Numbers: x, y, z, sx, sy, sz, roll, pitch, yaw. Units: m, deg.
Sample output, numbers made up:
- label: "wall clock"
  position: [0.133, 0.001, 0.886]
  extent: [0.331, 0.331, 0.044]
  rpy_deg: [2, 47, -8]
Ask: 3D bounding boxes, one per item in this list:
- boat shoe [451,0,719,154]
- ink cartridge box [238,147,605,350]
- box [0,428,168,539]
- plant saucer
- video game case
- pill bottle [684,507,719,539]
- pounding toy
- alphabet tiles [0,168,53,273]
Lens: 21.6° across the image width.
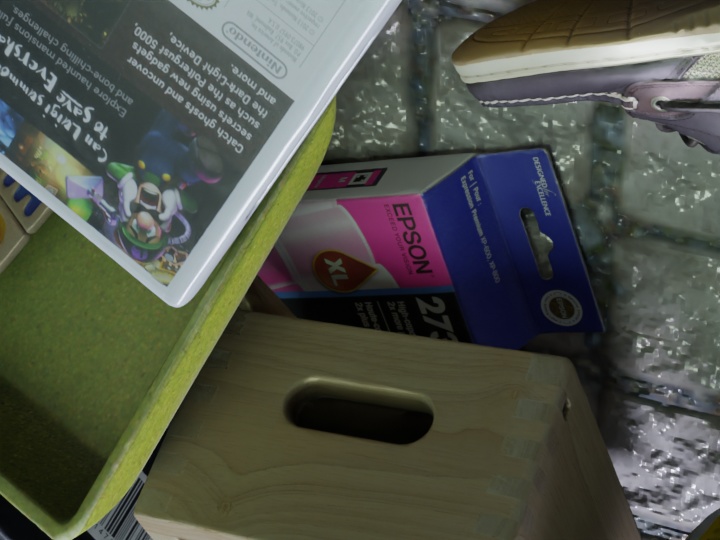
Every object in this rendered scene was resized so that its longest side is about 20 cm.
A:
- label: "boat shoe"
  position: [0.129, -0.073, 0.676]
  extent: [0.200, 0.072, 0.065]
  rpy_deg: [-7, 116, 26]
- label: "ink cartridge box"
  position: [0.000, 0.000, 0.829]
  extent: [0.200, 0.037, 0.095]
  rpy_deg: [-4, 122, 29]
- label: "box"
  position: [-0.183, 0.143, 0.970]
  extent: [0.198, 0.123, 0.200]
  rpy_deg: [-22, 116, 39]
- label: "plant saucer"
  position: [-0.110, -0.015, 0.769]
  extent: [0.200, 0.200, 0.048]
  rpy_deg: [31, 180, 40]
- label: "video game case"
  position: [-0.094, -0.110, 0.640]
  extent: [0.200, 0.023, 0.182]
  rpy_deg: [39, 124, 2]
- label: "pill bottle"
  position: [0.155, 0.161, 0.740]
  extent: [0.114, 0.200, 0.114]
  rpy_deg: [31, 144, 25]
- label: "pounding toy"
  position: [0.001, 0.080, 0.796]
  extent: [0.200, 0.142, 0.184]
  rpy_deg: [8, 149, 25]
- label: "alphabet tiles"
  position: [-0.176, -0.069, 0.788]
  extent: [0.200, 0.006, 0.166]
  rpy_deg: [-47, 58, 12]
